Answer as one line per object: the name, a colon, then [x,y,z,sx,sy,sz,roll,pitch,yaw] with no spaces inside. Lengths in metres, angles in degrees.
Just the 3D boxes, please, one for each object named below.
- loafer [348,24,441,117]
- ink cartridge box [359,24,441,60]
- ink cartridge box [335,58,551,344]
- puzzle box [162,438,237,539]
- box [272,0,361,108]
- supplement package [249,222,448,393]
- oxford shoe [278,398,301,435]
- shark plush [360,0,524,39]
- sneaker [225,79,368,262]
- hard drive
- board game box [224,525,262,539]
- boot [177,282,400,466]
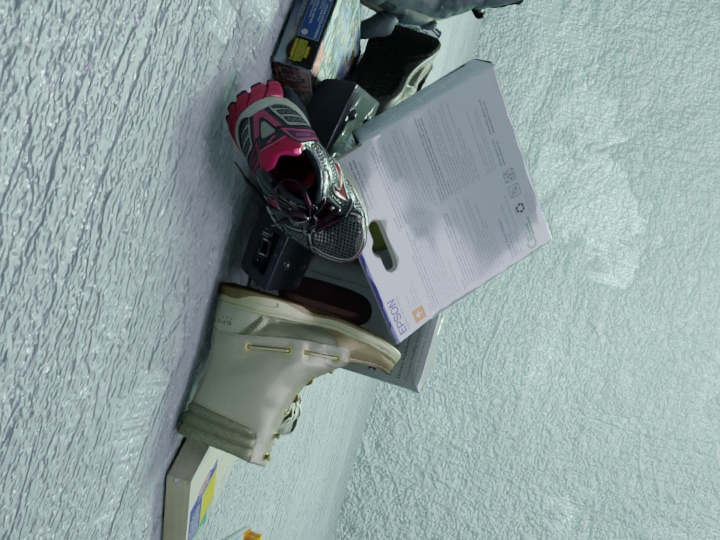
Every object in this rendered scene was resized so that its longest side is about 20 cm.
loafer: [0.027,-0.200,1.259,0.200,0.073,0.071,-53,162,-51]
ink cartridge box: [0.021,-0.210,1.374,0.109,0.050,0.201,-35,-159,41]
ink cartridge box: [0.069,-0.065,1.118,0.199,0.041,0.201,-32,118,-18]
puzzle box: [-0.149,0.181,1.197,0.201,0.025,0.134,-66,170,-51]
box: [-0.037,-0.206,1.141,0.200,0.040,0.138,87,21,-72]
supplement package: [0.000,0.000,1.257,0.147,0.198,0.193,-26,131,-80]
oxford shoe: [-0.095,0.151,1.354,0.200,0.057,0.076,98,-5,-76]
shark plush: [0.071,-0.280,1.230,0.083,0.198,0.092,140,-37,-74]
sneaker: [-0.047,-0.063,0.976,0.200,0.080,0.075,52,9,-50]
hard drive: [-0.047,-0.080,1.111,0.201,0.042,0.135,-66,170,5]
board game box: [-0.182,0.445,1.557,0.200,0.026,0.202,50,56,-83]
boot: [-0.065,0.110,1.121,0.072,0.199,0.156,15,-94,58]
